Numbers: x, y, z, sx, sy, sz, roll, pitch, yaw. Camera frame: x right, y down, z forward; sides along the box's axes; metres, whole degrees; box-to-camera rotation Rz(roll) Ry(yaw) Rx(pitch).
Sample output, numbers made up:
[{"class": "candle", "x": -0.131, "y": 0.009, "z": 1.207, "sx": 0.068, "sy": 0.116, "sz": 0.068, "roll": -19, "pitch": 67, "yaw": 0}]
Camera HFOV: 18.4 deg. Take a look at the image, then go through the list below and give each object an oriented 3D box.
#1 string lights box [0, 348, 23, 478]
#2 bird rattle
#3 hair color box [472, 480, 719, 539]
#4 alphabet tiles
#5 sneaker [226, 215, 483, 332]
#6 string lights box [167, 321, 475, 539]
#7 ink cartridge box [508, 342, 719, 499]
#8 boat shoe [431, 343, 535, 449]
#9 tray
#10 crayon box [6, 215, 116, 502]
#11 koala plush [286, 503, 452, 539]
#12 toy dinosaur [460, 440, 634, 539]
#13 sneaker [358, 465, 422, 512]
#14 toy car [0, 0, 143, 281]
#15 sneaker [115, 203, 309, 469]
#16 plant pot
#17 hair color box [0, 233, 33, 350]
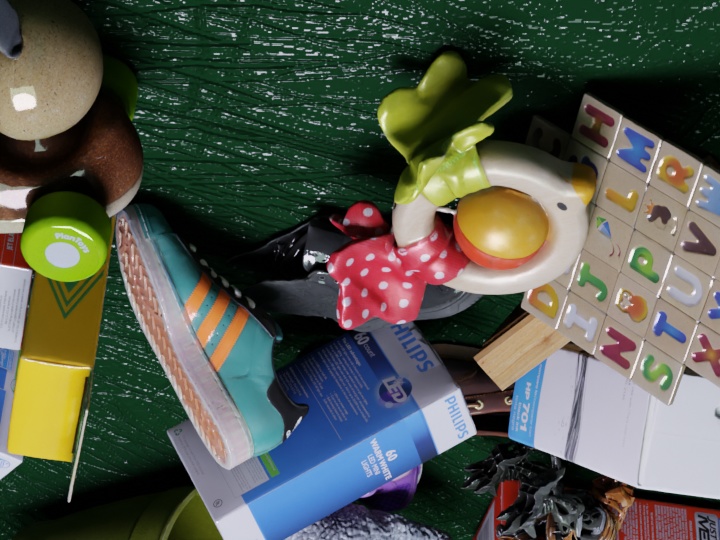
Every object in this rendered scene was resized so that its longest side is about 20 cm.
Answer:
[{"class": "string lights box", "x": -0.349, "y": 0.080, "z": 1.687, "sx": 0.200, "sy": 0.103, "sz": 0.059, "roll": 25, "pitch": 139, "yaw": -28}, {"class": "bird rattle", "x": 0.067, "y": -0.029, "z": 1.458, "sx": 0.163, "sy": 0.113, "sz": 0.200, "roll": 13, "pitch": 128, "yaw": -5}, {"class": "hair color box", "x": 0.203, "y": 0.243, "z": 1.896, "sx": 0.199, "sy": 0.064, "sz": 0.111, "roll": 10, "pitch": 142, "yaw": -8}, {"class": "alphabet tiles", "x": 0.175, "y": -0.014, "z": 1.459, "sx": 0.006, "sy": 0.200, "sz": 0.167, "roll": -19, "pitch": 133, "yaw": -44}, {"class": "sneaker", "x": 0.001, "y": -0.003, "z": 1.581, "sx": 0.104, "sy": 0.060, "sz": 0.200, "roll": 29, "pitch": 147, "yaw": -34}, {"class": "string lights box", "x": -0.029, "y": 0.118, "z": 1.636, "sx": 0.200, "sy": 0.103, "sz": 0.059, "roll": -28, "pitch": 136, "yaw": -6}, {"class": "ink cartridge box", "x": 0.217, "y": 0.107, "z": 1.603, "sx": 0.146, "sy": 0.086, "sz": 0.200, "roll": 10, "pitch": -177, "yaw": -23}, {"class": "boat shoe", "x": 0.134, "y": 0.108, "z": 1.723, "sx": 0.199, "sy": 0.071, "sz": 0.070, "roll": 5, "pitch": 143, "yaw": -5}, {"class": "tray", "x": 0.168, "y": 0.002, "z": 1.549, "sx": 0.037, "sy": 0.099, "sz": 0.200, "roll": 47, "pitch": 133, "yaw": -1}, {"class": "crayon box", "x": -0.207, "y": 0.041, "z": 1.540, "sx": 0.051, "sy": 0.200, "sz": 0.126, "roll": 9, "pitch": 144, "yaw": -8}, {"class": "koala plush", "x": -0.045, "y": 0.286, "z": 1.810, "sx": 0.177, "sy": 0.201, "sz": 0.184, "roll": 7, "pitch": 169, "yaw": 32}, {"class": "toy dinosaur", "x": 0.159, "y": 0.197, "z": 1.787, "sx": 0.136, "sy": 0.200, "sz": 0.102, "roll": 39, "pitch": 160, "yaw": -29}, {"class": "sneaker", "x": -0.005, "y": 0.149, "z": 1.773, "sx": 0.080, "sy": 0.089, "sz": 0.200, "roll": -8, "pitch": 144, "yaw": 13}, {"class": "toy car", "x": -0.220, "y": -0.120, "z": 1.367, "sx": 0.157, "sy": 0.165, "sz": 0.200, "roll": 0, "pitch": 135, "yaw": 4}, {"class": "sneaker", "x": -0.106, "y": 0.037, "z": 1.587, "sx": 0.080, "sy": 0.200, "sz": 0.071, "roll": -26, "pitch": 180, "yaw": -23}, {"class": "plant pot", "x": -0.200, "y": 0.278, "z": 1.897, "sx": 0.192, "sy": 0.201, "sz": 0.200, "roll": -3, "pitch": 146, "yaw": 28}, {"class": "hair color box", "x": -0.335, "y": -0.009, "z": 1.598, "sx": 0.199, "sy": 0.064, "sz": 0.111, "roll": 8, "pitch": 145, "yaw": -9}]
